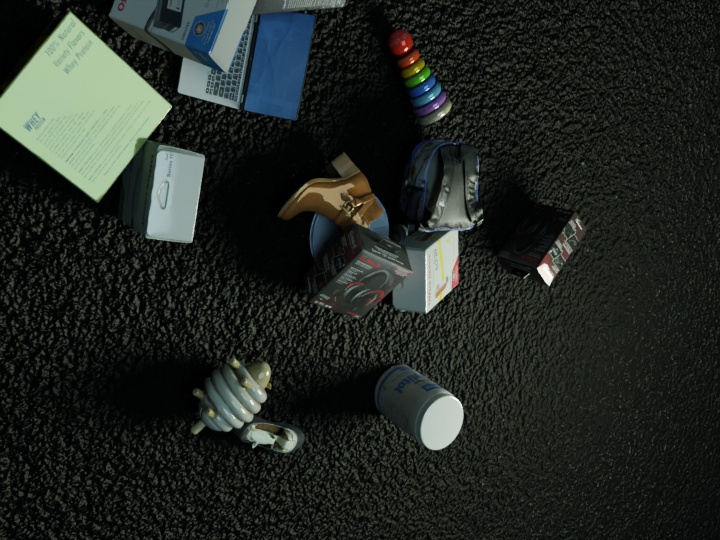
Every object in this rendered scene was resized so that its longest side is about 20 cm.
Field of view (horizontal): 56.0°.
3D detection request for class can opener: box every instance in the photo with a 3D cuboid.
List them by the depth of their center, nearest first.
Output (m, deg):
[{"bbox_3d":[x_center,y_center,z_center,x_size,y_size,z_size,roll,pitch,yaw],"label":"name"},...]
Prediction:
[{"bbox_3d":[0.104,-0.010,1.563,0.065,0.053,0.206,-12,110,-29],"label":"can opener"}]

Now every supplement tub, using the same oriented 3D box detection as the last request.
[{"bbox_3d":[0.132,0.314,1.578,0.129,0.199,0.136,-9,108,-31],"label":"supplement tub"}]

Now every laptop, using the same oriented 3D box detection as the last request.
[{"bbox_3d":[-0.206,-0.389,1.216,0.196,0.115,0.193,8,98,-35],"label":"laptop"}]

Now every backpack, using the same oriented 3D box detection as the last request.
[{"bbox_3d":[0.180,-0.194,1.505,0.196,0.153,0.196,-7,115,-38],"label":"backpack"}]

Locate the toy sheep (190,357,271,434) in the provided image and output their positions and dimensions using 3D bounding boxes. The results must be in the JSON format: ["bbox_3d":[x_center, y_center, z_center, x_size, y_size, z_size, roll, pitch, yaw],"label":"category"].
[{"bbox_3d":[-0.260,0.251,1.346,0.198,0.138,0.139,-35,120,-4],"label":"toy sheep"}]

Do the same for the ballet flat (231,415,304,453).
[{"bbox_3d":[-0.190,0.360,1.457,0.198,0.073,0.074,29,87,-36],"label":"ballet flat"}]

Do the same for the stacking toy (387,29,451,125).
[{"bbox_3d":[0.116,-0.418,1.452,0.085,0.085,0.202,-42,115,-17],"label":"stacking toy"}]

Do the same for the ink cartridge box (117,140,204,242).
[{"bbox_3d":[-0.340,-0.139,1.141,0.081,0.199,0.151,6,101,-33],"label":"ink cartridge box"}]

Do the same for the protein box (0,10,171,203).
[{"bbox_3d":[-0.450,-0.258,1.076,0.200,0.134,0.201,41,80,-34],"label":"protein box"}]

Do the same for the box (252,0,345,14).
[{"bbox_3d":[-0.128,-0.548,1.191,0.196,0.150,0.105,-18,157,-30],"label":"box"}]

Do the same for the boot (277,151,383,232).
[{"bbox_3d":[-0.059,-0.123,1.382,0.199,0.076,0.157,-40,101,-20],"label":"boot"}]

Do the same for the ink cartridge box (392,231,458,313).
[{"bbox_3d":[0.150,-0.008,1.524,0.199,0.081,0.149,-33,125,-55],"label":"ink cartridge box"}]

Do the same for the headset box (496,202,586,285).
[{"bbox_3d":[0.455,-0.062,1.724,0.201,0.148,0.077,-52,123,-10],"label":"headset box"}]

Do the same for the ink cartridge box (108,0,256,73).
[{"bbox_3d":[-0.286,-0.432,1.098,0.084,0.196,0.148,24,88,-77],"label":"ink cartridge box"}]

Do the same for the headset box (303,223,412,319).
[{"bbox_3d":[0.000,0.000,1.397,0.147,0.076,0.199,22,128,-38],"label":"headset box"}]

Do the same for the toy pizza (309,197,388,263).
[{"bbox_3d":[-0.025,-0.079,1.470,0.196,0.032,0.206,-8,107,-28],"label":"toy pizza"}]
